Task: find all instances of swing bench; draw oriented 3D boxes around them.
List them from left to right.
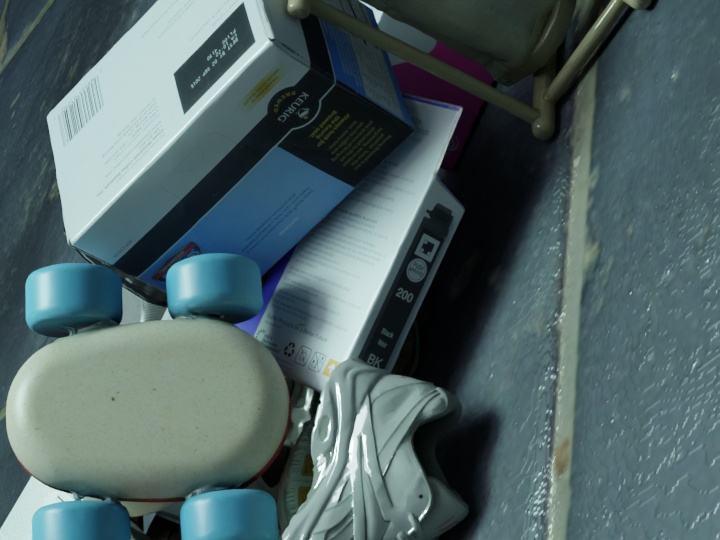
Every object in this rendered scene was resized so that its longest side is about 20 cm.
[{"bbox_3d":[0.062,-0.220,1.458,0.130,0.198,0.200,-53,24,27],"label":"swing bench"}]

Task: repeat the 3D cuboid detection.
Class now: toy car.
[{"bbox_3d":[-0.132,0.107,1.468,0.200,0.176,0.185,92,173,-74],"label":"toy car"}]

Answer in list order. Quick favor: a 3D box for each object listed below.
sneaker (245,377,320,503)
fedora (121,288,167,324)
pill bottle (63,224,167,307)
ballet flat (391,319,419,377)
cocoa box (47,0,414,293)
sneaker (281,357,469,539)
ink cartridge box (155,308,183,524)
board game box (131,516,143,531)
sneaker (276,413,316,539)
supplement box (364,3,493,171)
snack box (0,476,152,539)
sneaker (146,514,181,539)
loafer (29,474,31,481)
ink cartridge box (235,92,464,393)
[{"bbox_3d":[-0.051,0.166,1.520,0.083,0.080,0.201,46,-118,-81],"label":"sneaker"},{"bbox_3d":[-0.171,0.048,1.882,0.177,0.090,0.200,-54,24,29],"label":"fedora"},{"bbox_3d":[-0.134,-0.080,1.772,0.200,0.112,0.112,-54,22,6],"label":"pill bottle"},{"bbox_3d":[0.000,0.000,1.545,0.068,0.072,0.200,-52,24,37],"label":"ballet flat"},{"bbox_3d":[-0.086,-0.095,1.461,0.200,0.131,0.134,-43,41,24],"label":"cocoa box"},{"bbox_3d":[0.011,0.153,1.335,0.099,0.078,0.201,7,79,22],"label":"sneaker"},{"bbox_3d":[-0.102,0.091,1.674,0.145,0.084,0.200,-61,21,12],"label":"ink cartridge box"},{"bbox_3d":[-0.176,0.162,1.673,0.200,0.023,0.105,96,167,-53],"label":"board game box"},{"bbox_3d":[-0.038,0.181,1.436,0.088,0.075,0.201,-37,34,51],"label":"sneaker"},{"bbox_3d":[0.012,-0.148,1.636,0.104,0.101,0.200,-66,20,0],"label":"supplement box"},{"bbox_3d":[-0.179,0.226,1.513,0.200,0.037,0.116,36,96,41],"label":"snack box"},{"bbox_3d":[-0.109,0.234,1.593,0.075,0.070,0.200,-26,36,22],"label":"sneaker"},{"bbox_3d":[-0.213,0.187,1.618,0.070,0.075,0.200,95,167,-48],"label":"loafer"},{"bbox_3d":[-0.020,-0.025,1.484,0.198,0.043,0.201,21,85,53],"label":"ink cartridge box"}]
